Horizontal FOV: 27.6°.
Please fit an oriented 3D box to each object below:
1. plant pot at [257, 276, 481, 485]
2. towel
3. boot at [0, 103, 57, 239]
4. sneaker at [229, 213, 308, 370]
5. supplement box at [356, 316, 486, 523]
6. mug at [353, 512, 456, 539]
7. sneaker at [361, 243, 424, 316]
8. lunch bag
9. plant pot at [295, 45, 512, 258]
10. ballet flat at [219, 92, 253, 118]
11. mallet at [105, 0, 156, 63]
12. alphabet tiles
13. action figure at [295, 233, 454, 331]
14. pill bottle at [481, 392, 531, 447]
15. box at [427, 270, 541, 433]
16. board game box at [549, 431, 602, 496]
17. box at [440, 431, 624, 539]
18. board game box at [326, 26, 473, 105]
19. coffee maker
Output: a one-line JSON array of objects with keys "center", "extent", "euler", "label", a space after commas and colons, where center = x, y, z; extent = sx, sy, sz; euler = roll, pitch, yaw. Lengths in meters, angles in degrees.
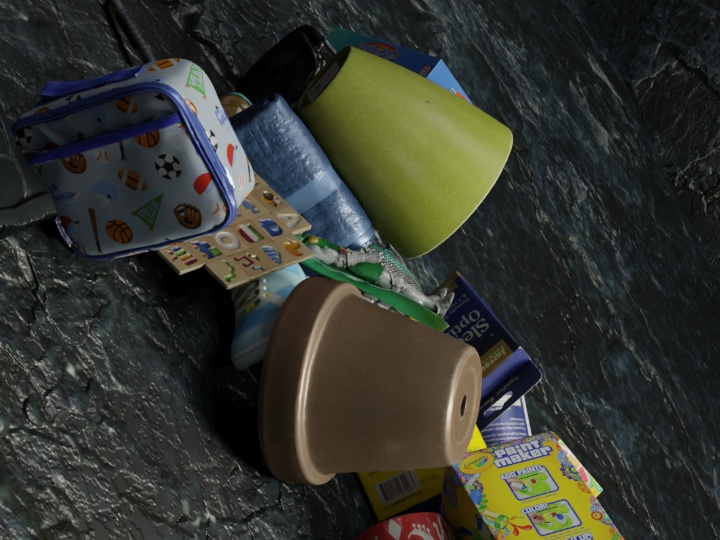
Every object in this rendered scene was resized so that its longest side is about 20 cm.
[{"center": [0.018, 0.118, 1.395], "extent": [0.200, 0.174, 0.201], "euler": [9, 90, -71], "label": "plant pot"}, {"center": [-0.077, -0.085, 1.587], "extent": [0.200, 0.111, 0.049], "euler": [55, 13, -18], "label": "towel"}, {"center": [-0.328, -0.098, 1.152], "extent": [0.169, 0.076, 0.200], "euler": [63, 17, -4], "label": "boot"}, {"center": [-0.114, 0.013, 1.460], "extent": [0.131, 0.079, 0.200], "euler": [58, 15, -11], "label": "sneaker"}, {"center": [0.047, 0.162, 1.574], "extent": [0.109, 0.109, 0.201], "euler": [-7, 70, -65], "label": "supplement box"}, {"center": [0.056, 0.357, 1.413], "extent": [0.133, 0.178, 0.201], "euler": [-4, 56, -24], "label": "mug"}, {"center": [0.000, -0.003, 1.697], "extent": [0.200, 0.078, 0.091], "euler": [41, 19, -18], "label": "sneaker"}, {"center": [-0.202, -0.096, 1.256], "extent": [0.161, 0.199, 0.076], "euler": [63, 30, -28], "label": "lunch bag"}, {"center": [0.032, -0.147, 1.618], "extent": [0.200, 0.187, 0.187], "euler": [39, 30, -17], "label": "plant pot"}, {"center": [-0.099, -0.112, 1.647], "extent": [0.200, 0.068, 0.073], "euler": [46, 48, -30], "label": "ballet flat"}, {"center": [-0.208, -0.209, 1.524], "extent": [0.041, 0.066, 0.201], "euler": [-25, 83, -31], "label": "mallet"}, {"center": [-0.142, -0.052, 1.438], "extent": [0.166, 0.006, 0.200], "euler": [42, 35, 19], "label": "alphabet tiles"}, {"center": [0.000, 0.000, 1.560], "extent": [0.199, 0.055, 0.118], "euler": [23, 1, -10], "label": "action figure"}, {"center": [0.148, 0.227, 1.689], "extent": [0.111, 0.111, 0.201], "euler": [21, 54, -55], "label": "pill bottle"}, {"center": [0.113, 0.096, 1.673], "extent": [0.032, 0.121, 0.200], "euler": [46, 4, -40], "label": "box"}, {"center": [0.164, 0.275, 1.591], "extent": [0.096, 0.200, 0.030], "euler": [48, -1, -29], "label": "board game box"}, {"center": [0.167, 0.306, 1.452], "extent": [0.193, 0.121, 0.201], "euler": [-122, -154, -45], "label": "box"}, {"center": [0.056, -0.214, 1.785], "extent": [0.200, 0.045, 0.152], "euler": [26, -17, 45], "label": "board game box"}, {"center": [-0.046, -0.184, 1.767], "extent": [0.200, 0.135, 0.192], "euler": [46, -13, -31], "label": "coffee maker"}]
